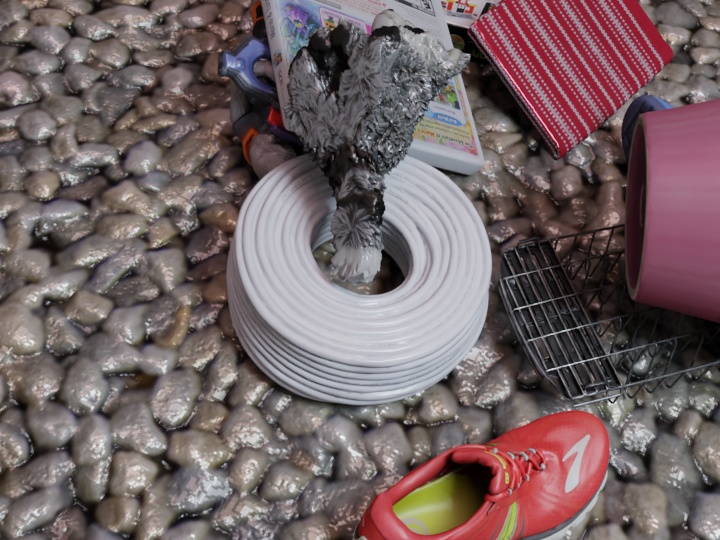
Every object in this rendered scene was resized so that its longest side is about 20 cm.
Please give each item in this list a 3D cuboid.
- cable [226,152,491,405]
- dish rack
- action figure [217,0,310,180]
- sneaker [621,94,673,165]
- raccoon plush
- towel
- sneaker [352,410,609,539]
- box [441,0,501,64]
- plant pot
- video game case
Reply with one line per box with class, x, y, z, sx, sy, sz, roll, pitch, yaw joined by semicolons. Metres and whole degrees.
cable;0.000;0.000;0.753;0.196;0.070;0.203;13;53;-2
dish rack;0.205;0.031;0.778;0.196;0.055;0.155;-11;54;-14
action figure;-0.040;-0.143;0.868;0.198;0.104;0.196;29;55;-24
sneaker;0.300;-0.072;0.858;0.082;0.074;0.201;-30;71;-27
raccoon plush;0.016;-0.093;0.749;0.095;0.204;0.133;8;3;38
towel;0.198;-0.209;0.945;0.199;0.022;0.146;-39;94;-30
sneaker;0.088;0.140;0.656;0.197;0.086;0.077;-22;59;-23
box;0.079;-0.261;0.988;0.196;0.035;0.111;16;52;4
plant pot;0.276;-0.039;0.699;0.175;0.202;0.203;2;52;8
video game case;0.008;-0.177;0.844;0.197;0.024;0.185;9;59;-39
